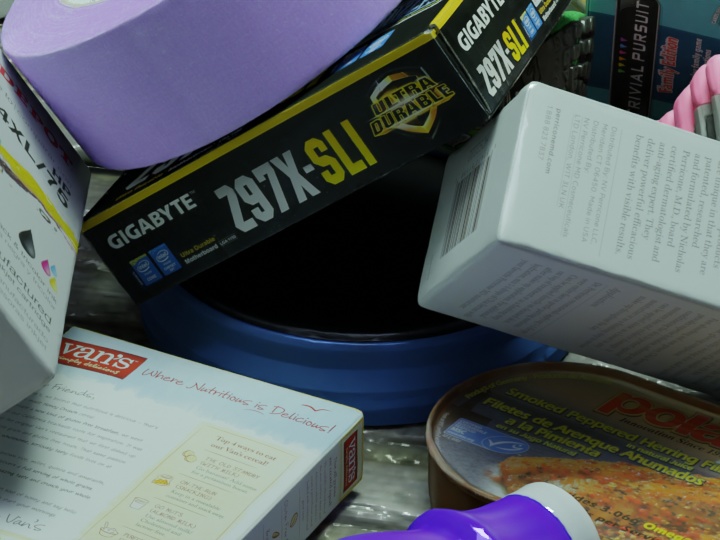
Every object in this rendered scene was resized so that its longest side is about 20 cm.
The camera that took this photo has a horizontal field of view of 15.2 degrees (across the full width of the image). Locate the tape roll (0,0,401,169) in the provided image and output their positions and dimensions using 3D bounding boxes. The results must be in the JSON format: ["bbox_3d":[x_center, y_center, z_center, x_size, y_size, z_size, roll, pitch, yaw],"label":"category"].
[{"bbox_3d":[-0.055,-0.132,1.152,0.200,0.066,0.200,-31,24,16],"label":"tape roll"}]

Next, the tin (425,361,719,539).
[{"bbox_3d":[0.118,0.092,1.064,0.200,0.042,0.112,20,39,30],"label":"tin"}]

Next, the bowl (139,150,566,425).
[{"bbox_3d":[0.000,0.000,1.217,0.200,0.039,0.201,1,30,-1],"label":"bowl"}]

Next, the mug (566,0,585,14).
[{"bbox_3d":[0.141,-0.187,1.406,0.149,0.187,0.153,35,67,9],"label":"mug"}]

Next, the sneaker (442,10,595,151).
[{"bbox_3d":[0.056,-0.082,1.262,0.085,0.078,0.200,12,-5,-9],"label":"sneaker"}]

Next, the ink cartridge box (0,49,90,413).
[{"bbox_3d":[-0.211,-0.020,1.071,0.146,0.147,0.200,-31,22,12],"label":"ink cartridge box"}]

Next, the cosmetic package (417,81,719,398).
[{"bbox_3d":[0.136,-0.002,1.086,0.200,0.101,0.071,18,70,-13],"label":"cosmetic package"}]

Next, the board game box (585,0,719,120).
[{"bbox_3d":[0.205,-0.100,1.265,0.200,0.151,0.047,15,64,10],"label":"board game box"}]

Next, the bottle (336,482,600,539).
[{"bbox_3d":[0.004,0.134,0.957,0.083,0.065,0.200,28,39,37],"label":"bottle"}]

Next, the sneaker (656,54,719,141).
[{"bbox_3d":[0.178,-0.043,1.200,0.095,0.079,0.200,7,-11,-18],"label":"sneaker"}]

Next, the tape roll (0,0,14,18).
[{"bbox_3d":[-0.245,-0.211,1.544,0.202,0.071,0.203,1,30,-1],"label":"tape roll"}]

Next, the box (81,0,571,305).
[{"bbox_3d":[-0.009,-0.075,1.155,0.200,0.049,0.160,-26,18,32],"label":"box"}]

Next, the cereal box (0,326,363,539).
[{"bbox_3d":[-0.106,0.097,1.045,0.144,0.040,0.200,16,33,25],"label":"cereal box"}]
